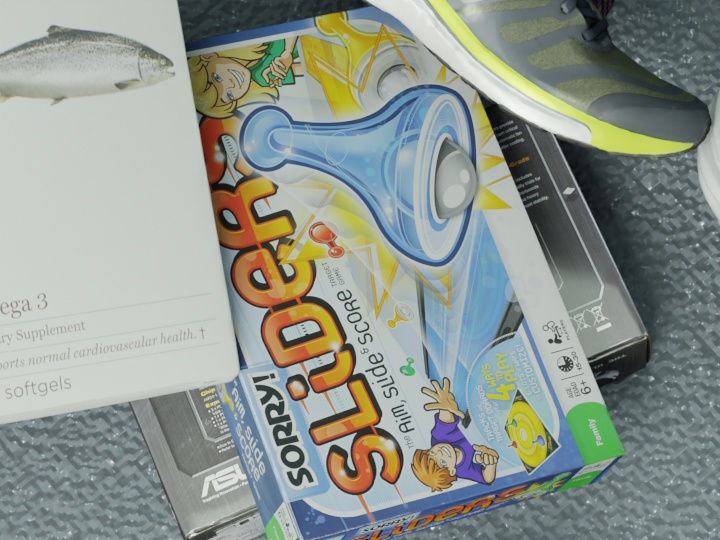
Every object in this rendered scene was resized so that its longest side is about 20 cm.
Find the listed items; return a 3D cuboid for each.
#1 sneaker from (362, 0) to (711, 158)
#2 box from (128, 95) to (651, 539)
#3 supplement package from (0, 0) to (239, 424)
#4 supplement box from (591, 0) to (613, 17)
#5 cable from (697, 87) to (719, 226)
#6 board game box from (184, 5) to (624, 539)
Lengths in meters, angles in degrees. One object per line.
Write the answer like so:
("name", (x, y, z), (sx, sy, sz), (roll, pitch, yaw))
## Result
("sneaker", (0.052, -0.114, 1.007), (0.200, 0.074, 0.081), (37, 103, -1))
("box", (-0.006, 0.003, 1.086), (0.200, 0.048, 0.159), (-24, 72, -3))
("supplement package", (-0.134, -0.046, 0.979), (0.117, 0.117, 0.201), (-10, 89, -33))
("supplement box", (0.075, -0.209, 1.113), (0.131, 0.103, 0.200), (24, 78, 11))
("cable", (0.225, -0.046, 1.015), (0.200, 0.069, 0.200), (21, 49, 41))
("board game box", (0.000, 0.000, 1.018), (0.135, 0.034, 0.200), (-14, 71, -23))
